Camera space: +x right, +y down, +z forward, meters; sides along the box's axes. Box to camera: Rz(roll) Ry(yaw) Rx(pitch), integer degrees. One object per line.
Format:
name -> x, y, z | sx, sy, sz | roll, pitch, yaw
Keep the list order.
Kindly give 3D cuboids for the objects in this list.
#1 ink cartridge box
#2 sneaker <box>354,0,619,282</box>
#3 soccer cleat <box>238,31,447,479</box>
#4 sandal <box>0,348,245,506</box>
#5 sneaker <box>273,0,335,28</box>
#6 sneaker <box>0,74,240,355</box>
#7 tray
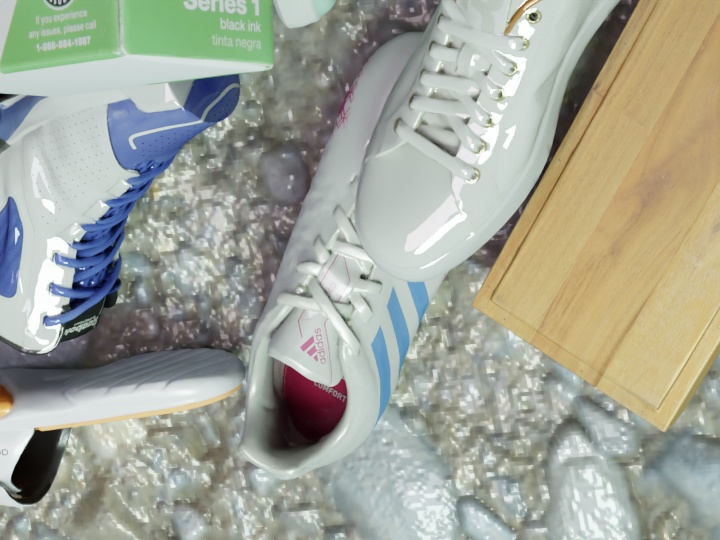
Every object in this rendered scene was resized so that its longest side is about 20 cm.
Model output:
ink cartridge box -> -0.110, -0.174, 1.073 | 0.146, 0.084, 0.201 | -2, 88, 46
sneaker -> 0.047, -0.092, 1.079 | 0.073, 0.085, 0.201 | 32, 95, 27
soccer cleat -> 0.000, 0.000, 1.159 | 0.070, 0.086, 0.201 | 23, 114, 15
sandal -> -0.146, 0.078, 1.251 | 0.206, 0.079, 0.060 | -6, 101, 23
sneaker -> 0.020, -0.189, 1.086 | 0.117, 0.074, 0.202 | 5, 109, -3
sneaker -> -0.124, -0.030, 1.215 | 0.199, 0.081, 0.116 | -17, 103, 33
tray -> 0.133, -0.043, 1.118 | 0.098, 0.037, 0.201 | 33, 115, 10
